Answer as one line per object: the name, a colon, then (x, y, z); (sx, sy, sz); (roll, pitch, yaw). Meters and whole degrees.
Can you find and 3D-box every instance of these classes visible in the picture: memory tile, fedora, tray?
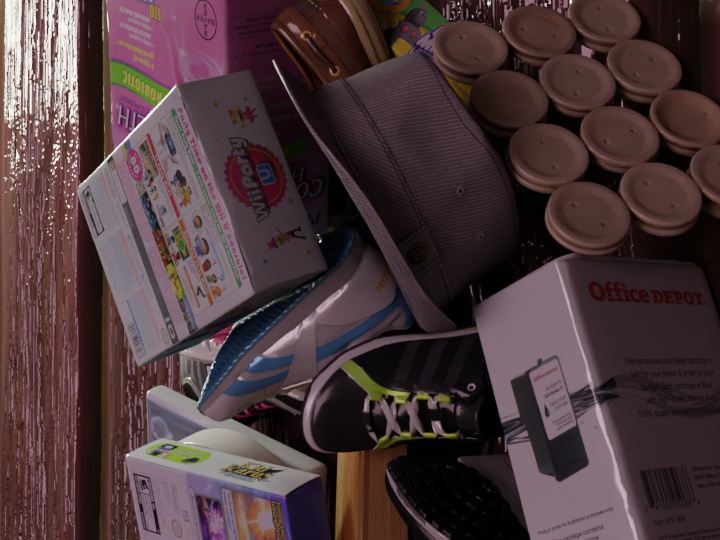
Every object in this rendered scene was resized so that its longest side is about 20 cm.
memory tile: (0.147, -0.096, 0.825); (0.017, 0.152, 0.201); (99, 149, -51)
fedora: (0.034, -0.061, 0.812); (0.201, 0.090, 0.177); (60, -178, -22)
tray: (0.007, 0.144, 0.974); (0.099, 0.037, 0.201); (110, 164, -53)

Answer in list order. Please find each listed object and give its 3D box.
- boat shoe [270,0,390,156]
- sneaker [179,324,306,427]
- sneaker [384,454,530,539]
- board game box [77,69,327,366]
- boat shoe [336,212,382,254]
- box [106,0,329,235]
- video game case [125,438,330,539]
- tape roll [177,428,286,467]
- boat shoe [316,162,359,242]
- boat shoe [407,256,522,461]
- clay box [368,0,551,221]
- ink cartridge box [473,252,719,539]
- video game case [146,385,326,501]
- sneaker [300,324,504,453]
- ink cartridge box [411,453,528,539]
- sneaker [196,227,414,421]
boat shoe: (0.001, -0.099, 0.925); (0.201, 0.067, 0.072); (65, 164, -8)
sneaker: (-0.090, 0.103, 1.142); (0.199, 0.073, 0.088); (13, 108, 45)
sneaker: (0.073, 0.201, 0.847); (0.200, 0.075, 0.088); (41, 123, 40)
board game box: (-0.120, -0.031, 0.940); (0.200, 0.064, 0.148); (-29, 81, 55)
boat shoe: (0.000, 0.000, 1.008); (0.200, 0.063, 0.073); (-45, 79, 22)
box: (-0.111, -0.139, 1.023); (0.176, 0.096, 0.201); (29, 126, 45)
video game case: (-0.094, 0.242, 1.033); (0.181, 0.045, 0.201); (6, 110, 42)
tape roll: (-0.105, 0.231, 1.097); (0.202, 0.037, 0.204); (16, 115, 37)
boat shoe: (-0.023, -0.051, 1.074); (0.072, 0.062, 0.201); (25, 108, 44)
boat shoe: (0.062, 0.082, 0.975); (0.073, 0.063, 0.203); (25, 109, 44)
clay box: (0.057, -0.135, 0.948); (0.047, 0.115, 0.200); (-36, 53, -3)
ink cartridge box: (0.163, 0.099, 0.794); (0.083, 0.146, 0.201); (-30, 65, 44)
video game case: (-0.109, 0.212, 1.134); (0.199, 0.023, 0.183); (20, 118, 37)
sneaker: (0.056, 0.080, 0.887); (0.083, 0.199, 0.072); (-115, 7, -68)
ink cartridge box: (0.096, 0.209, 0.924); (0.116, 0.066, 0.201); (47, 122, 39)
sneaker: (-0.045, 0.057, 0.956); (0.200, 0.081, 0.077); (-40, 22, 33)
